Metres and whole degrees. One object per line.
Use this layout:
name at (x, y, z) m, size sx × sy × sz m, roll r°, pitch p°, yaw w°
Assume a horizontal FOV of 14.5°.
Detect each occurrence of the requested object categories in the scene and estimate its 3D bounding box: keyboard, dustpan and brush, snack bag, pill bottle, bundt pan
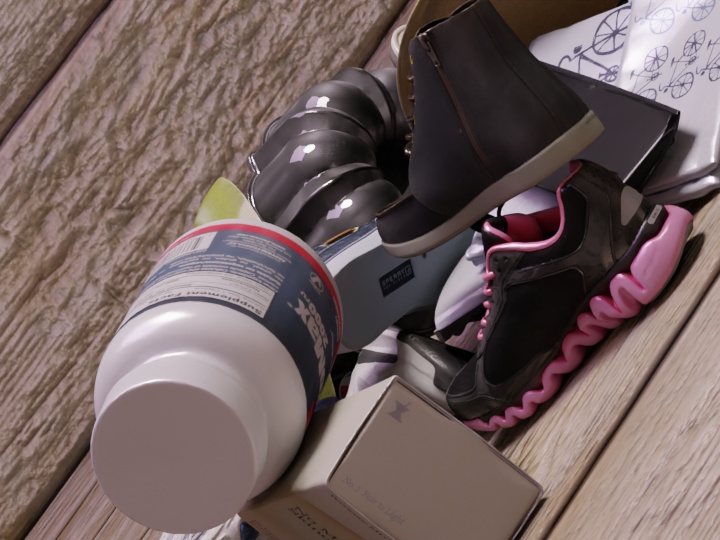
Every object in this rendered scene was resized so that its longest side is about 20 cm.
keyboard at (0.106, -0.061, 1.672) m, size 0.127 × 0.021 × 0.200 m, roll -50°, pitch 27°, yaw -6°
dustpan and brush at (0.111, -0.010, 1.757) m, size 0.139 × 0.057 × 0.200 m, roll -32°, pitch 17°, yaw 10°
snack bag at (0.153, -0.103, 1.689) m, size 0.199 × 0.021 × 0.189 m, roll -18°, pitch 43°, yaw 42°
pill bottle at (-0.082, 0.061, 1.556) m, size 0.120 × 0.119 × 0.200 m, roll -49°, pitch 8°, yaw 23°
bundt pan at (0.028, -0.056, 1.892) m, size 0.076 × 0.201 × 0.202 m, roll -55°, pitch 3°, yaw 45°

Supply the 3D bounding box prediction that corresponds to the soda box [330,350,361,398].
soda box at (0.002, 0.058, 2.034) m, size 0.063 × 0.071 × 0.200 m, roll -53°, pitch 8°, yaw 11°

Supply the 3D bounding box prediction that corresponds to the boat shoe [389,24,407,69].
boat shoe at (0.105, -0.123, 1.910) m, size 0.067 × 0.199 × 0.057 m, roll -111°, pitch 34°, yaw -41°

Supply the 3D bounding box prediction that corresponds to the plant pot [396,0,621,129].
plant pot at (0.117, -0.146, 1.829) m, size 0.200 × 0.199 × 0.028 m, roll -50°, pitch 33°, yaw 20°

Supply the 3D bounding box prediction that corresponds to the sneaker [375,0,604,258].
sneaker at (0.052, -0.083, 1.602) m, size 0.075 × 0.106 × 0.200 m, roll -37°, pitch 2°, yaw -36°

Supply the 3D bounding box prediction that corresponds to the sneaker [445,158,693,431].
sneaker at (0.098, 0.010, 1.588) m, size 0.200 × 0.095 × 0.079 m, roll -48°, pitch 11°, yaw 37°

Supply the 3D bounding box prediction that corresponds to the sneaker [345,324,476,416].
sneaker at (0.032, 0.099, 1.756) m, size 0.200 × 0.075 × 0.116 m, roll -166°, pitch 95°, yaw -76°

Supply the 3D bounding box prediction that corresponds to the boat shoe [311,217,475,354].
boat shoe at (0.000, 0.000, 1.751) m, size 0.090 × 0.071 × 0.200 m, roll -4°, pitch 13°, yaw 37°

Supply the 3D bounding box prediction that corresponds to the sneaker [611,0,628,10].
sneaker at (0.152, -0.095, 1.797) m, size 0.200 × 0.080 × 0.078 m, roll -45°, pitch 10°, yaw 18°

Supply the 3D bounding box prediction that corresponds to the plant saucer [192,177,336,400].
plant saucer at (-0.068, 0.036, 1.894) m, size 0.031 × 0.201 × 0.200 m, roll -23°, pitch 1°, yaw -13°

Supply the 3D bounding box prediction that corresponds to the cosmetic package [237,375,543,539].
cosmetic package at (0.012, 0.125, 1.535) m, size 0.073 × 0.103 × 0.200 m, roll -55°, pitch 6°, yaw -16°

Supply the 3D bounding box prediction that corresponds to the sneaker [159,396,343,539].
sneaker at (-0.079, 0.149, 1.724) m, size 0.200 × 0.077 × 0.085 m, roll -49°, pitch 44°, yaw -5°
